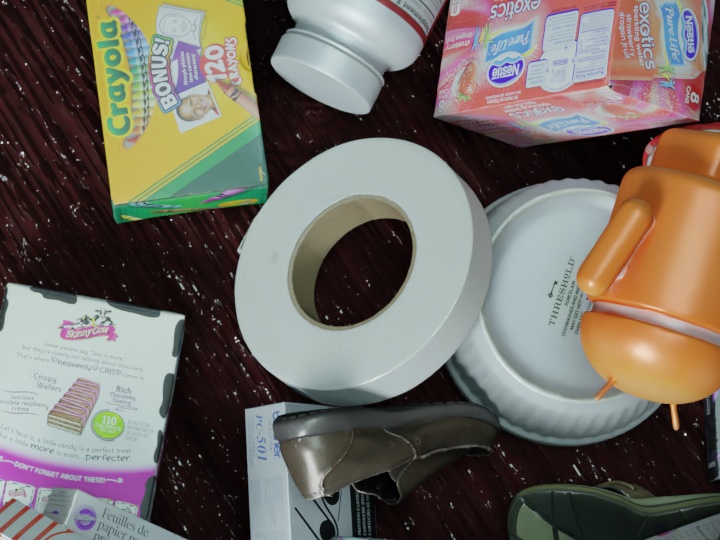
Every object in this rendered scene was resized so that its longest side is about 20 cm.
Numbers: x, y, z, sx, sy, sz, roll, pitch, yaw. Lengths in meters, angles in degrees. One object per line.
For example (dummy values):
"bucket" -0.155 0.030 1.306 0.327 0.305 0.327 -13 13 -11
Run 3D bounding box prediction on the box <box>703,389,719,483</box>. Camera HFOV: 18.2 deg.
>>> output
"box" 0.330 0.059 1.702 0.142 0.036 0.202 -2 82 -4

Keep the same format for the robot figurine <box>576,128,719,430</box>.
"robot figurine" 0.218 0.004 1.553 0.116 0.144 0.201 16 85 14

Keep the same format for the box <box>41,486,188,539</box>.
"box" -0.136 0.209 1.594 0.199 0.041 0.039 30 71 -31

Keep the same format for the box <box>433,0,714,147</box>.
"box" 0.154 -0.156 1.637 0.094 0.199 0.103 16 77 -34

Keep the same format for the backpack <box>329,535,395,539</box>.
"backpack" 0.056 0.254 1.554 0.199 0.167 0.127 13 71 -16

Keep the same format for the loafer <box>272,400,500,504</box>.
"loafer" 0.019 0.133 1.619 0.199 0.073 0.072 -1 84 -38

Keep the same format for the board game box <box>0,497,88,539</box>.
"board game box" -0.212 0.278 1.534 0.151 0.046 0.201 28 116 10

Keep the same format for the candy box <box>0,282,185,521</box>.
"candy box" -0.211 0.121 1.642 0.135 0.061 0.201 11 81 -3

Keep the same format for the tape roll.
"tape roll" 0.000 0.000 1.635 0.202 0.037 0.204 -14 60 26

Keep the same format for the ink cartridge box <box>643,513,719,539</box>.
"ink cartridge box" 0.258 0.246 1.626 0.199 0.068 0.116 -18 112 -7

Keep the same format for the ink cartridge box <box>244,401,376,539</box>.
"ink cartridge box" -0.033 0.199 1.622 0.094 0.044 0.202 8 75 -47

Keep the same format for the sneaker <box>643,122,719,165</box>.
"sneaker" 0.285 -0.085 1.677 0.199 0.085 0.077 -4 121 -31

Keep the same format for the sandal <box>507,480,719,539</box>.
"sandal" 0.198 0.192 1.662 0.200 0.057 0.080 5 109 -20

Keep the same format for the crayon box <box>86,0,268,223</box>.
"crayon box" -0.140 -0.144 1.691 0.118 0.058 0.201 -8 78 -5

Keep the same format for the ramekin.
"ramekin" 0.157 0.025 1.661 0.199 0.105 0.202 1 80 -4

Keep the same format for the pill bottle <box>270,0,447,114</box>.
"pill bottle" 0.014 -0.225 1.691 0.112 0.112 0.201 27 80 1

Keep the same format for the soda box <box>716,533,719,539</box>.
"soda box" 0.257 0.257 1.549 0.063 0.071 0.201 19 104 -36
